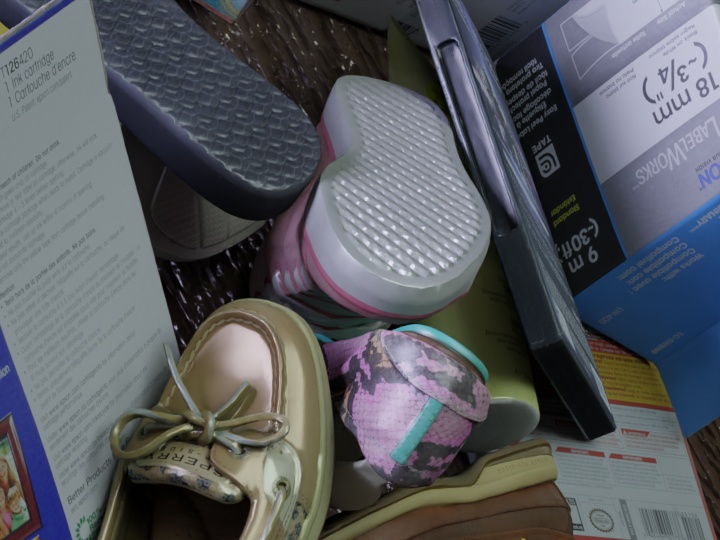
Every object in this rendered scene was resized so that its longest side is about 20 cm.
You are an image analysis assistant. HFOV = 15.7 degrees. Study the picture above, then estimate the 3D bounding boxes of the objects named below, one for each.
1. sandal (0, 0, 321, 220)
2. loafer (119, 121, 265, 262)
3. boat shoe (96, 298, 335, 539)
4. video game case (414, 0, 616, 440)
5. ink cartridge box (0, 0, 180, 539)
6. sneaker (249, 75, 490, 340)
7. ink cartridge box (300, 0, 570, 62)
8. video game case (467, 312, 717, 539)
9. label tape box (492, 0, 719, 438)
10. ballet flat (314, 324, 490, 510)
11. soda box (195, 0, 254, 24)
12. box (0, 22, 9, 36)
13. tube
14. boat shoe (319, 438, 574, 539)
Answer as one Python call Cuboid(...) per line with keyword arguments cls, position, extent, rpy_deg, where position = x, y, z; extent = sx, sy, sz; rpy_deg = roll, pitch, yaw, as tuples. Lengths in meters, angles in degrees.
Cuboid(cls="sandal", position=(-0.104, -0.091, 1.027), extent=(0.200, 0.043, 0.076), rpy_deg=(47, 45, 6))
Cuboid(cls="loafer", position=(-0.111, -0.036, 1.054), extent=(0.200, 0.063, 0.072), rpy_deg=(-16, 108, -52))
Cuboid(cls="boat shoe", position=(-0.061, 0.100, 0.943), extent=(0.063, 0.073, 0.201), rpy_deg=(43, 54, -57))
Cuboid(cls="video game case", position=(0.067, -0.035, 1.179), extent=(0.143, 0.019, 0.201), rpy_deg=(53, 18, -66))
Cuboid(cls="ink cartridge box", position=(-0.138, 0.027, 0.920), extent=(0.198, 0.047, 0.201), rpy_deg=(-45, 126, -50))
Cuboid(cls="sneaker", position=(0.000, 0.000, 1.081), extent=(0.075, 0.105, 0.200), rpy_deg=(19, 22, -10))
Cuboid(cls="ink cartridge box", position=(0.040, -0.171, 1.261), extent=(0.199, 0.116, 0.068), rpy_deg=(17, 50, -38))
Cuboid(cls="video game case", position=(0.094, 0.046, 1.233), extent=(0.142, 0.017, 0.201), rpy_deg=(10, 55, -40))
Cuboid(cls="label tape box", position=(0.151, -0.043, 1.227), extent=(0.063, 0.144, 0.201), rpy_deg=(6, 57, -43))
Cuboid(cls="ballet flat", position=(-0.004, 0.062, 1.032), extent=(0.069, 0.200, 0.071), rpy_deg=(38, 79, -9))
Cuboid(cls="soda box", position=(-0.117, -0.187, 1.106), extent=(0.199, 0.064, 0.068), rpy_deg=(34, 12, -4))
Cuboid(cls="box", position=(-0.175, -0.114, 1.055), extent=(0.199, 0.050, 0.076), rpy_deg=(16, 52, -37))
Cuboid(cls="tube", position=(0.041, -0.018, 1.176), extent=(0.052, 0.058, 0.201), rpy_deg=(3, 58, -19))
Cuboid(cls="boat shoe", position=(0.022, 0.124, 1.058), extent=(0.200, 0.072, 0.068), rpy_deg=(-15, 77, -47))
